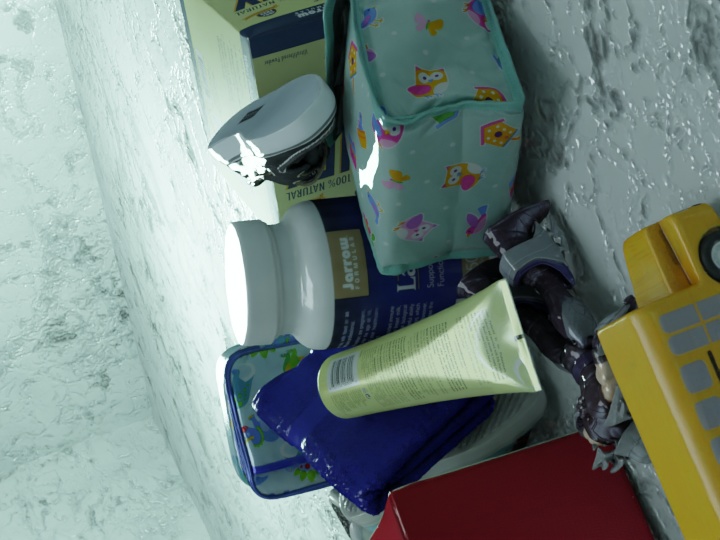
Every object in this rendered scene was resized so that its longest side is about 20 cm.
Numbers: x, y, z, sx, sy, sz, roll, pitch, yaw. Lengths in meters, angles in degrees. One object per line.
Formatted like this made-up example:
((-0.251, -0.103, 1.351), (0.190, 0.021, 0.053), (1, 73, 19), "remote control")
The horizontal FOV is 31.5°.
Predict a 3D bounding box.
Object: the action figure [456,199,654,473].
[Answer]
((0.147, 0.051, 0.848), (0.200, 0.069, 0.131), (56, 151, 31), "action figure")

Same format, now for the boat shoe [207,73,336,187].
((-0.055, -0.091, 0.941), (0.066, 0.070, 0.200), (45, 160, -17), "boat shoe")

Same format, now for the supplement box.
((-0.056, -0.160, 1.128), (0.200, 0.134, 0.201), (-133, 29, -53), "supplement box")

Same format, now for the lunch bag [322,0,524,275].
((0.036, -0.128, 0.909), (0.171, 0.121, 0.201), (90, 166, -54), "lunch bag")

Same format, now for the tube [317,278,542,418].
((0.047, 0.066, 0.911), (0.058, 0.052, 0.200), (39, 145, -23), "tube")

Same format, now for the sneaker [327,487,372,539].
((0.026, 0.239, 1.295), (0.075, 0.081, 0.200), (60, -171, 17), "sneaker")

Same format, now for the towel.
((0.011, 0.106, 1.032), (0.050, 0.148, 0.200), (52, 169, -32), "towel")

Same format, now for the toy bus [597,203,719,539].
((0.192, 0.070, 0.697), (0.065, 0.078, 0.201), (131, 118, -71), "toy bus")

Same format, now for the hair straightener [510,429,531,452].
((0.110, 0.157, 1.113), (0.201, 0.041, 0.077), (89, 155, -46), "hair straightener")

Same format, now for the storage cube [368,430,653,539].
((0.115, 0.245, 0.940), (0.171, 0.199, 0.181), (104, 149, -62), "storage cube")

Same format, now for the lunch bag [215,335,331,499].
((-0.036, 0.136, 1.273), (0.082, 0.199, 0.162), (179, 81, -74), "lunch bag")

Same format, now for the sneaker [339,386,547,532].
((0.079, 0.153, 1.040), (0.082, 0.200, 0.074), (38, -151, -35), "sneaker")

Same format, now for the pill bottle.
((0.000, 0.000, 0.987), (0.116, 0.199, 0.117), (173, 90, -75), "pill bottle")
